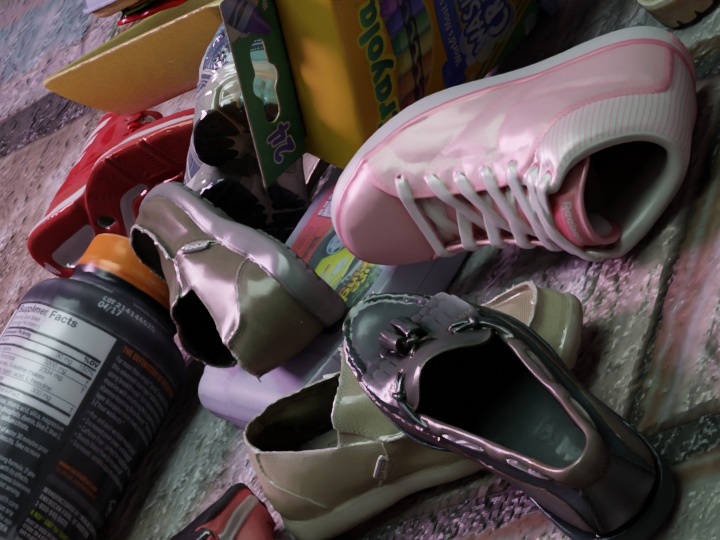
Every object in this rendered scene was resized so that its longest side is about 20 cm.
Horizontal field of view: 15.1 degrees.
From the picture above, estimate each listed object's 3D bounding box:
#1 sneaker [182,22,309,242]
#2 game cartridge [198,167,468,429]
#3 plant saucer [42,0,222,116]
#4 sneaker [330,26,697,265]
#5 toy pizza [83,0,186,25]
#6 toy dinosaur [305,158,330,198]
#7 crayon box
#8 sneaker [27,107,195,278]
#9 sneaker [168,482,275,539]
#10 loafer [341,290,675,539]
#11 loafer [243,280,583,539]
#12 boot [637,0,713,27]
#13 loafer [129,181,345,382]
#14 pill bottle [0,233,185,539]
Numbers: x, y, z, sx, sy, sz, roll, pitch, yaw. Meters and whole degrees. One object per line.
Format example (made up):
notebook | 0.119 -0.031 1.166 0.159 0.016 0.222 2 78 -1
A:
sneaker | -0.060 -0.081 1.523 0.200 0.077 0.087 111 164 -64
game cartridge | 0.000 0.000 1.445 0.133 0.041 0.201 11 65 57
plant saucer | -0.071 -0.162 1.694 0.200 0.049 0.200 -17 15 49
sneaker | 0.072 -0.041 1.309 0.199 0.075 0.105 -25 33 18
toy pizza | -0.080 -0.199 1.678 0.199 0.032 0.200 -27 9 4
toy dinosaur | -0.003 -0.139 1.582 0.047 0.088 0.201 11 63 35
crayon box | 0.020 -0.139 1.421 0.051 0.126 0.200 25 54 34
sneaker | -0.134 -0.081 1.722 0.199 0.078 0.116 -27 35 38
sneaker | -0.064 0.165 1.293 0.074 0.087 0.200 -40 3 8
loafer | 0.056 0.051 1.184 0.072 0.063 0.200 -52 46 -5
loafer | 0.020 0.063 1.286 0.200 0.068 0.076 -36 29 29
boot | 0.132 -0.214 1.432 0.075 0.107 0.200 -45 24 14
loafer | -0.082 0.007 1.440 0.070 0.075 0.200 -50 26 -8
pill bottle | -0.167 0.079 1.530 0.106 0.106 0.201 -4 51 57
